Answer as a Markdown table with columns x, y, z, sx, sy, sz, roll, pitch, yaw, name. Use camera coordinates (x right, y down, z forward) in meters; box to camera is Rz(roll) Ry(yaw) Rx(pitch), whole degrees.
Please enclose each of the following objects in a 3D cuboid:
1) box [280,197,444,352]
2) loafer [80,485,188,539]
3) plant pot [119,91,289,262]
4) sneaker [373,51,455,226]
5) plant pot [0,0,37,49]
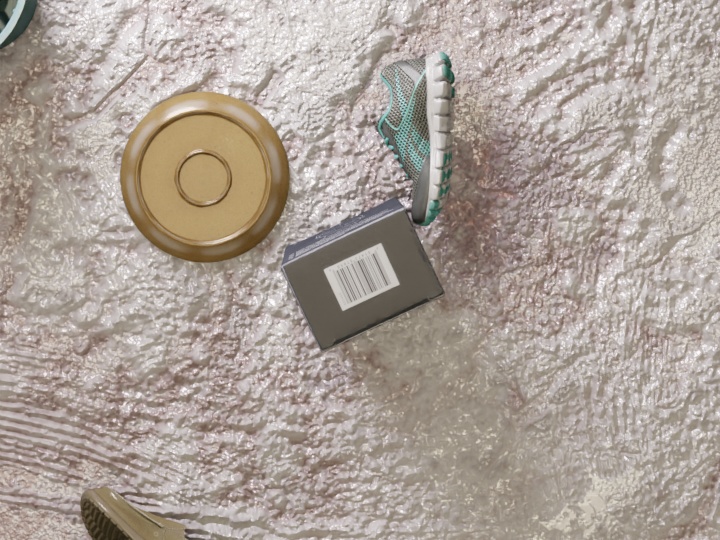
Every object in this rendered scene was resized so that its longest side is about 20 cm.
| x | y | z | sx | sy | sz | roll | pitch | yaw | name |
| --- | --- | --- | --- | --- | --- | --- | --- | --- | --- |
| 0.000 | 0.000 | 1.640 | 0.148 | 0.200 | 0.107 | -25 | 97 | 2 | box |
| -0.246 | 0.322 | 1.733 | 0.200 | 0.067 | 0.076 | 41 | 136 | 6 | loafer |
| -0.182 | -0.108 | 1.712 | 0.199 | 0.027 | 0.201 | 0 | 95 | -2 | plant pot |
| 0.060 | -0.152 | 1.701 | 0.091 | 0.078 | 0.201 | 2 | 92 | 14 | sneaker |
| -0.442 | -0.315 | 1.599 | 0.200 | 0.196 | 0.201 | 0 | 96 | -1 | plant pot |
